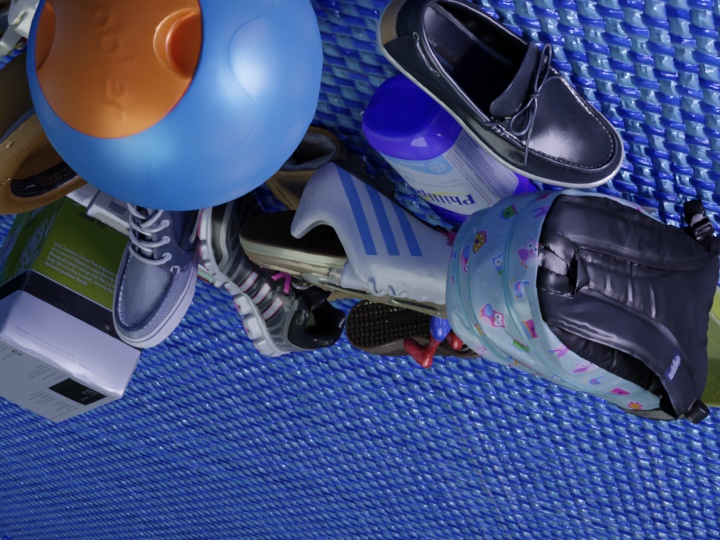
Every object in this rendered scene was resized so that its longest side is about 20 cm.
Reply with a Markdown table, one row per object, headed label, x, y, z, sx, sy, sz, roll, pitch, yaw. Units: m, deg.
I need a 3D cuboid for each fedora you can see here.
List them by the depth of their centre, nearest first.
| label | x | y | z | sx | sy | sz | roll | pitch | yaw |
| --- | --- | --- | --- | --- | --- | --- | --- | --- | --- |
| fedora | -0.242 | -0.128 | 1.556 | 0.082 | 0.200 | 0.201 | 53 | 163 | 12 |

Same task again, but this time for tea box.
| label | x | y | z | sx | sy | sz | roll | pitch | yaw |
| --- | --- | --- | --- | --- | --- | --- | --- | --- | --- |
| tea box | -0.279 | 0.023 | 1.882 | 0.134 | 0.197 | 0.200 | 30 | 157 | -18 |

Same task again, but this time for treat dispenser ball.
| label | x | y | z | sx | sy | sz | roll | pitch | yaw |
| --- | --- | --- | --- | --- | --- | --- | --- | --- | --- |
| treat dispenser ball | -0.125 | -0.141 | 1.327 | 0.201 | 0.201 | 0.201 | 20 | 159 | 8 |

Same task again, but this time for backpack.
| label | x | y | z | sx | sy | sz | roll | pitch | yaw |
| --- | --- | --- | --- | --- | --- | --- | --- | --- | --- |
| backpack | 0.160 | 0.019 | 1.397 | 0.200 | 0.167 | 0.126 | 19 | 157 | -41 |

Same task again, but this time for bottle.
| label | x | y | z | sx | sy | sz | roll | pitch | yaw |
| --- | --- | --- | --- | --- | --- | --- | --- | --- | --- |
| bottle | 0.082 | -0.069 | 1.471 | 0.083 | 0.065 | 0.200 | 13 | 158 | 41 |

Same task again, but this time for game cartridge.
| label | x | y | z | sx | sy | sz | roll | pitch | yaw |
| --- | --- | --- | --- | --- | --- | --- | --- | --- | --- |
| game cartridge | -0.175 | -0.052 | 1.724 | 0.200 | 0.130 | 0.038 | 30 | 113 | -17 |

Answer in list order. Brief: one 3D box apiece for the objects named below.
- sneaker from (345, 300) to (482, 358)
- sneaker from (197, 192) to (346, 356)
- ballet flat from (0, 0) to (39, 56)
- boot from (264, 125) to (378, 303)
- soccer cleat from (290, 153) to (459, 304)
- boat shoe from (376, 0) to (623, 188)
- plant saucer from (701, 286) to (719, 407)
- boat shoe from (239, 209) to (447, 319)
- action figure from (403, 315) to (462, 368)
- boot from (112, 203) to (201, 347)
| label | x | y | z | sx | sy | sz | roll | pitch | yaw |
| --- | --- | --- | --- | --- | --- | --- | --- | --- | --- |
| sneaker | 0.082 | 0.045 | 1.777 | 0.200 | 0.071 | 0.075 | 0 | 176 | 40 |
| sneaker | -0.068 | -0.001 | 1.626 | 0.087 | 0.074 | 0.200 | 2 | 138 | 27 |
| ballet flat | -0.255 | -0.200 | 1.509 | 0.076 | 0.064 | 0.200 | 33 | 156 | -23 |
| boot | -0.044 | -0.051 | 1.663 | 0.175 | 0.066 | 0.200 | 3 | 149 | 34 |
| soccer cleat | 0.037 | -0.004 | 1.483 | 0.200 | 0.086 | 0.070 | 35 | 175 | 9 |
| boat shoe | 0.101 | -0.121 | 1.321 | 0.200 | 0.075 | 0.062 | 35 | 163 | -16 |
| plant saucer | 0.242 | 0.045 | 1.607 | 0.200 | 0.048 | 0.200 | 2 | 150 | 43 |
| boat shoe | 0.000 | 0.000 | 1.552 | 0.200 | 0.073 | 0.063 | 11 | 121 | 4 |
| action figure | 0.084 | 0.005 | 1.633 | 0.052 | 0.065 | 0.200 | 54 | 148 | 21 |
| boot | -0.170 | -0.037 | 1.605 | 0.073 | 0.200 | 0.090 | 19 | 179 | 24 |
